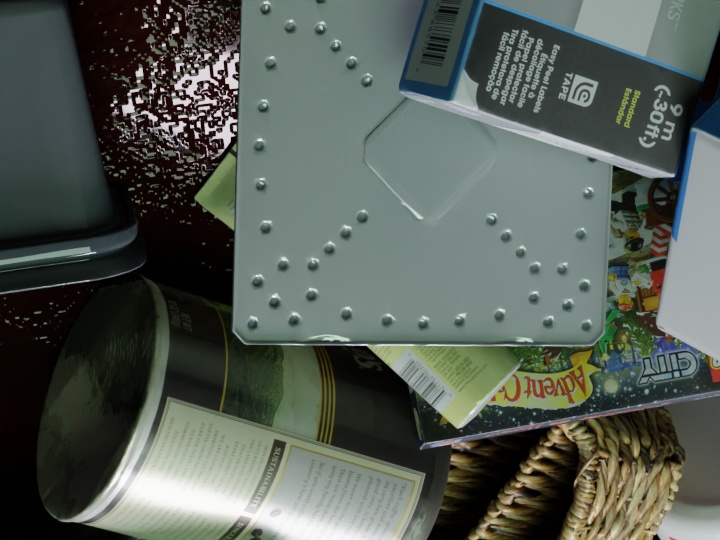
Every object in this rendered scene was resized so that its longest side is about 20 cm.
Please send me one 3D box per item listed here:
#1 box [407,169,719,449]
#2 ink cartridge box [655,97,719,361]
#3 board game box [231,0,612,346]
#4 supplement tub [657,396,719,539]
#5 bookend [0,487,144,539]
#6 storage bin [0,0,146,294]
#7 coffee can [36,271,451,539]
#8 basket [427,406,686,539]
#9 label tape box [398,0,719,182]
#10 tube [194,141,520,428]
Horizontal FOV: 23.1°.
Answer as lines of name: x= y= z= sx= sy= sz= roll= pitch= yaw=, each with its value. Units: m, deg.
box: x=0.120 y=0.018 z=1.015 sx=0.200 sy=0.137 sz=0.038 roll=-10 pitch=170 yaw=-4
ink cartridge box: x=0.249 y=-0.057 z=0.931 sx=0.200 sy=0.084 sz=0.146 roll=-42 pitch=148 yaw=-32
board game box: x=0.033 y=-0.062 z=0.913 sx=0.200 sy=0.026 sz=0.200 roll=1 pitch=95 yaw=-14
supplement tub: x=0.271 y=0.161 z=1.184 sx=0.140 sy=0.140 sz=0.200 roll=-26 pitch=134 yaw=11
bookend: x=-0.214 y=0.171 z=1.110 sx=0.200 sy=0.092 sz=0.199 roll=26 pitch=121 yaw=-31
storage bin: x=-0.214 y=-0.067 z=0.864 sx=0.200 sy=0.146 sz=0.135 roll=-7 pitch=108 yaw=-8
coffee can: x=-0.068 y=0.099 z=1.036 sx=0.200 sy=0.146 sz=0.146 roll=19 pitch=126 yaw=-29
basket: x=0.086 y=0.138 z=1.115 sx=0.149 sy=0.143 sz=0.200 roll=16 pitch=128 yaw=-27
label tape box: x=0.135 y=-0.127 z=0.880 sx=0.200 sy=0.066 sz=0.143 roll=15 pitch=92 yaw=-24
tube: x=0.000 y=0.000 z=0.968 sx=0.058 sy=0.200 sz=0.052 roll=-46 pitch=174 yaw=-11
